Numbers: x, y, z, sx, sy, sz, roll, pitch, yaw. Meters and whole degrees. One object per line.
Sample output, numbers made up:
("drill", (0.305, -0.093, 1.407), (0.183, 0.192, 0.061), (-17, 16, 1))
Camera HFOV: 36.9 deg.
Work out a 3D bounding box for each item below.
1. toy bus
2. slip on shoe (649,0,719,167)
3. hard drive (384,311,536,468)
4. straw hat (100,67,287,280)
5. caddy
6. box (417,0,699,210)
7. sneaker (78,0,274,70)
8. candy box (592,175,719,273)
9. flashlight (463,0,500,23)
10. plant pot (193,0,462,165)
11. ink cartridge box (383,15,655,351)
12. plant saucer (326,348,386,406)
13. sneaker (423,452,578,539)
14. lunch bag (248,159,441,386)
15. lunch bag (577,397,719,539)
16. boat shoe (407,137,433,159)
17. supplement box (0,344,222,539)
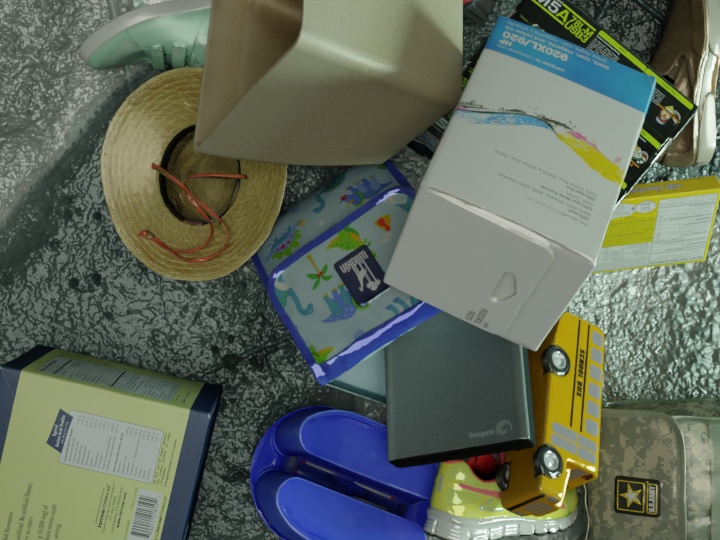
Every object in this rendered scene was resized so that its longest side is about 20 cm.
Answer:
("toy bus", (0.186, 0.140, 1.039), (0.078, 0.065, 0.201), (27, 53, -21))
("slip on shoe", (0.317, -0.204, 1.075), (0.060, 0.076, 0.201), (-2, 102, -4))
("hard drive", (0.091, 0.081, 1.035), (0.139, 0.033, 0.201), (-13, 60, 22))
("straw hat", (-0.152, -0.092, 1.056), (0.200, 0.085, 0.202), (0, 91, 12))
("caddy", (-0.011, 0.216, 1.079), (0.199, 0.105, 0.142), (24, 73, -11))
("box", (0.184, -0.144, 1.027), (0.200, 0.048, 0.193), (40, 78, 6))
("sneaker", (-0.168, -0.199, 1.054), (0.199, 0.074, 0.119), (-15, 88, -3))
("candy box", (0.253, -0.041, 1.078), (0.199, 0.027, 0.103), (-6, 138, -2))
("flashlight", (0.055, -0.305, 1.006), (0.200, 0.068, 0.068), (25, 88, -43))
("plant pot", (-0.018, -0.201, 0.948), (0.176, 0.200, 0.201), (18, 61, -27))
("ink cartridge box", (0.129, -0.070, 0.883), (0.144, 0.147, 0.201), (24, 57, 3))
("plant saucer", (0.060, 0.114, 1.116), (0.199, 0.019, 0.070), (20, 93, -2))
("sneaker", (0.147, 0.212, 1.061), (0.199, 0.078, 0.091), (3, 88, -43))
("lunch bag", (0.000, 0.000, 1.005), (0.170, 0.200, 0.128), (-34, 129, 3))
("lunch bag", (0.317, 0.213, 1.077), (0.199, 0.118, 0.165), (-2, 92, -6))
("boat shoe", (0.122, -0.125, 1.076), (0.199, 0.062, 0.075), (21, 79, 0))
("supplement box", (-0.258, 0.197, 1.052), (0.199, 0.134, 0.201), (14, 94, -3))
